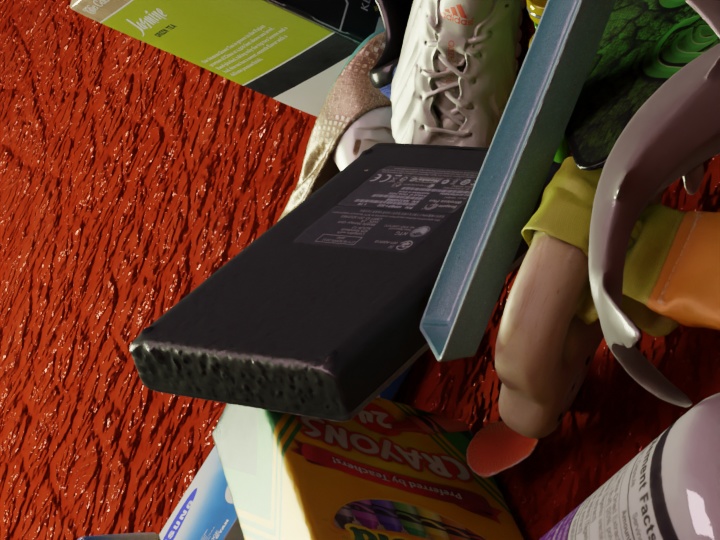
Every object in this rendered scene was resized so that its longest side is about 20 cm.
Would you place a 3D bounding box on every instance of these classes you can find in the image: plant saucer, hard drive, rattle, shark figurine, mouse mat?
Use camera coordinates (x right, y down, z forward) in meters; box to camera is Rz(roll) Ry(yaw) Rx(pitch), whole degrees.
[{"bbox_3d":[0.073,-0.057,1.006,0.070,0.019,0.201,-116,47,-78],"label":"plant saucer"},{"bbox_3d":[0.000,0.000,1.132,0.139,0.033,0.200,6,35,42],"label":"hard drive"},{"bbox_3d":[0.129,0.040,1.027,0.130,0.142,0.201,-70,-8,-52],"label":"rattle"},{"bbox_3d":[0.135,-0.057,0.848,0.214,0.128,0.090,-36,-23,-24],"label":"shark figurine"},{"bbox_3d":[0.151,-0.118,1.015,0.161,0.008,0.200,-34,20,10],"label":"mouse mat"}]

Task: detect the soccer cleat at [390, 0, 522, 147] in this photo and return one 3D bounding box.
[{"bbox_3d":[0.054,-0.123,1.211,0.078,0.069,0.201,-87,2,-82],"label":"soccer cleat"}]

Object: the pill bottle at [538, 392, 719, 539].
[{"bbox_3d":[0.134,0.113,0.847,0.200,0.111,0.112,-46,31,38],"label":"pill bottle"}]

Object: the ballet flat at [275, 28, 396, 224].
[{"bbox_3d":[-0.005,-0.043,1.339,0.200,0.070,0.065,-65,34,24],"label":"ballet flat"}]

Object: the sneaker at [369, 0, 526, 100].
[{"bbox_3d":[0.054,-0.178,1.292,0.078,0.089,0.201,-18,54,58],"label":"sneaker"}]

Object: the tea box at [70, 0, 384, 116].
[{"bbox_3d":[-0.044,-0.227,1.409,0.134,0.196,0.201,-19,52,59],"label":"tea box"}]

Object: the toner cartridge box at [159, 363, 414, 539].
[{"bbox_3d":[-0.048,0.109,1.264,0.200,0.043,0.095,-58,19,-8],"label":"toner cartridge box"}]

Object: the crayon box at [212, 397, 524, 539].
[{"bbox_3d":[0.012,0.125,1.072,0.051,0.127,0.200,-63,25,21],"label":"crayon box"}]

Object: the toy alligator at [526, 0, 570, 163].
[{"bbox_3d":[0.115,-0.123,1.173,0.054,0.059,0.200,-9,38,10],"label":"toy alligator"}]

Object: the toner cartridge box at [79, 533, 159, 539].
[{"bbox_3d":[-0.127,0.243,1.194,0.095,0.043,0.201,146,120,-64],"label":"toner cartridge box"}]
